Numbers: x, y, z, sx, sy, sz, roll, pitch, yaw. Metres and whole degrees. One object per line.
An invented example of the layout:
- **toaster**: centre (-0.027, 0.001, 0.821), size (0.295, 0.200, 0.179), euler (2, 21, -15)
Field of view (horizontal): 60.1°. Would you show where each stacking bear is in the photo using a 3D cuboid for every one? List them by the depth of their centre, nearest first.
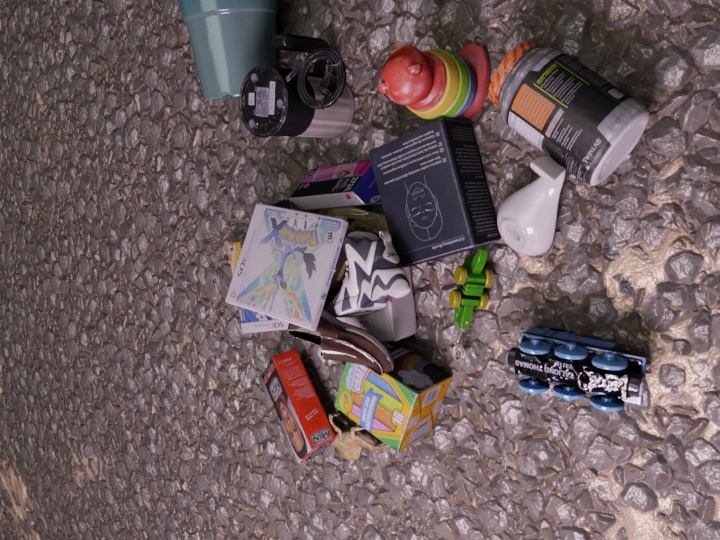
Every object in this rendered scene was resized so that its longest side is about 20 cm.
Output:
- **stacking bear**: centre (0.104, -0.285, 0.937), size (0.120, 0.199, 0.116), euler (-12, 90, 37)

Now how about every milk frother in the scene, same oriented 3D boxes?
- **milk frother**: centre (-0.071, -0.299, 1.077), size (0.199, 0.187, 0.183), euler (34, 117, 28)

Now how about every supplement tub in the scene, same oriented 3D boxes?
- **supplement tub**: centre (0.281, -0.222, 0.862), size (0.200, 0.122, 0.123), euler (45, 121, 22)

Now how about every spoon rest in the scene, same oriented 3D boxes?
- **spoon rest**: centre (0.254, -0.093, 0.909), size (0.099, 0.060, 0.201), euler (45, 157, 21)

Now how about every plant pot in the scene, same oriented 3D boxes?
- **plant pot**: centre (-0.242, -0.434, 1.195), size (0.198, 0.199, 0.199), euler (7, 109, 36)

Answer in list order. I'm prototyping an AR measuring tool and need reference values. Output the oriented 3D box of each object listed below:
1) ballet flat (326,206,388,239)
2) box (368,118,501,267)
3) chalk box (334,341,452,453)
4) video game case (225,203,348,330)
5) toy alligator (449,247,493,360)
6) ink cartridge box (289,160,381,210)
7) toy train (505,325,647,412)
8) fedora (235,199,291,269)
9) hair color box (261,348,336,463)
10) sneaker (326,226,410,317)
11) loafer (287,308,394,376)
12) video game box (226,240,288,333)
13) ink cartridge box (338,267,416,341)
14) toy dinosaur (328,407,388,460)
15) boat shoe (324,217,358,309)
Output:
- **ballet flat**: centre (0.002, -0.081, 1.128), size (0.198, 0.070, 0.072), euler (21, 110, 30)
- **box**: centre (0.121, -0.122, 1.011), size (0.147, 0.106, 0.203), euler (-15, 88, 37)
- **chalk box**: centre (0.039, 0.205, 1.119), size (0.199, 0.124, 0.126), euler (29, 114, 32)
- **video game case**: centre (-0.128, -0.012, 1.046), size (0.198, 0.022, 0.185), euler (13, 83, 34)
- **toy alligator**: centre (0.175, 0.049, 1.037), size (0.054, 0.058, 0.203), euler (-109, 26, -65)
- **ink cartridge box**: centre (-0.030, -0.154, 1.130), size (0.198, 0.095, 0.037), euler (2, 134, 36)
- **toy train**: centre (0.315, 0.137, 0.901), size (0.198, 0.114, 0.088), euler (8, 106, 37)
- **fedora**: centre (-0.158, -0.033, 1.186), size (0.201, 0.091, 0.202), euler (-45, 30, 34)
- **hair color box**: centre (-0.129, 0.275, 1.266), size (0.202, 0.061, 0.102), euler (61, 147, 21)
- **sneaker**: centre (0.000, 0.000, 1.038), size (0.199, 0.078, 0.132), euler (-35, 61, 56)
- **loafer**: centre (-0.038, 0.125, 1.032), size (0.198, 0.071, 0.073), euler (27, 153, 14)
- **video game box**: centre (-0.195, 0.028, 1.317), size (0.180, 0.047, 0.203), euler (-9, 92, 35)
- **ink cartridge box**: centre (-0.003, 0.051, 1.148), size (0.198, 0.085, 0.150), euler (-3, 95, 39)
- **toy dinosaur**: centre (-0.036, 0.327, 1.238), size (0.198, 0.058, 0.103), euler (-9, 93, 38)
- **boat shoe**: centre (-0.062, 0.002, 1.101), size (0.076, 0.071, 0.202), euler (45, 113, 40)
